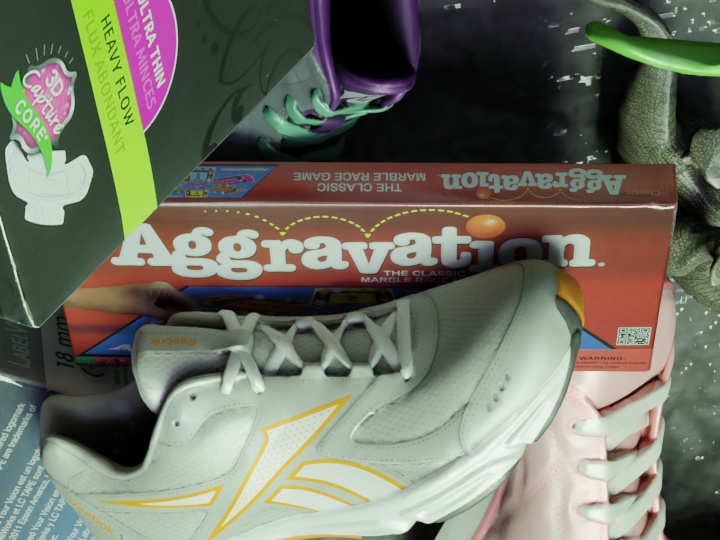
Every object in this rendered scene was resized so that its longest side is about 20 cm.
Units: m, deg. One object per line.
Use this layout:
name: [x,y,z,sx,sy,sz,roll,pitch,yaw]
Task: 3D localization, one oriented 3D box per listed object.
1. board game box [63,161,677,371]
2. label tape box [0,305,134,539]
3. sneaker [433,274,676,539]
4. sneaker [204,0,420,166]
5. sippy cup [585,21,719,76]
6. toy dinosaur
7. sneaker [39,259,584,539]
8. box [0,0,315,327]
board game box: [0.000,0.000,0.782,0.199,0.019,0.103,0,146,2]
label tape box: [-0.150,0.073,0.862,0.200,0.063,0.144,18,123,-25]
sneaker: [0.094,0.091,0.888,0.075,0.105,0.200,-22,145,-41]
sneaker: [-0.026,-0.055,0.757,0.074,0.088,0.200,-11,134,-32]
sippy cup: [0.102,-0.158,0.690,0.130,0.178,0.140,8,156,-4]
toy dinosaur: [0.126,-0.016,0.832,0.200,0.102,0.077,37,89,-19]
sneaker: [-0.023,0.042,0.766,0.200,0.076,0.092,-30,120,25]
box: [-0.113,-0.114,0.636,0.124,0.149,0.200,15,135,29]
